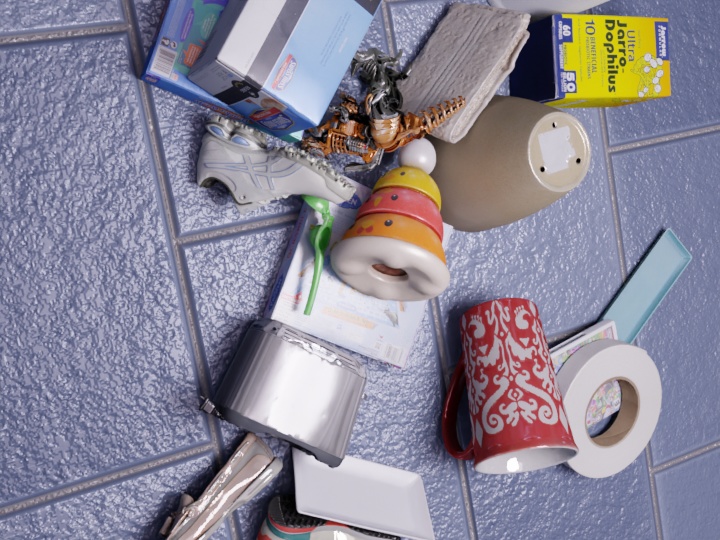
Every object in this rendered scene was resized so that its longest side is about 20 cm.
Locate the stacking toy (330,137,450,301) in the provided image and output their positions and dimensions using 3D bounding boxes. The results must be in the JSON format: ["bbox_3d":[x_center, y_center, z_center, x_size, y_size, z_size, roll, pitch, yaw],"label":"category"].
[{"bbox_3d":[0.050,-0.075,1.029,0.145,0.146,0.202,24,63,-23],"label":"stacking toy"}]

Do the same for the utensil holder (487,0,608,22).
[{"bbox_3d":[0.275,-0.420,1.097,0.168,0.199,0.172,-1,93,-24],"label":"utensil holder"}]

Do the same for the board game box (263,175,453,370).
[{"bbox_3d":[0.000,0.000,1.080,0.198,0.041,0.202,23,83,-23],"label":"board game box"}]

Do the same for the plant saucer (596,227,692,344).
[{"bbox_3d":[0.432,0.031,1.289,0.070,0.019,0.201,45,75,-19],"label":"plant saucer"}]

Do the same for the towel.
[{"bbox_3d":[0.122,-0.257,1.079,0.201,0.132,0.034,-55,138,-11],"label":"towel"}]

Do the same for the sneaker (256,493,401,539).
[{"bbox_3d":[-0.045,0.345,1.075,0.198,0.070,0.094,16,112,-32],"label":"sneaker"}]

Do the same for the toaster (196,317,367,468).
[{"bbox_3d":[-0.087,0.142,1.013,0.199,0.113,0.130,28,78,-21],"label":"toaster"}]

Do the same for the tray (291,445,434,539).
[{"bbox_3d":[0.000,0.288,1.077,0.198,0.108,0.022,20,125,-23],"label":"tray"}]

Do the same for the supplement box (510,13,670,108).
[{"bbox_3d":[0.318,-0.287,1.172,0.198,0.109,0.110,-6,95,-24],"label":"supplement box"}]

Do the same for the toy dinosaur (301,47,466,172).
[{"bbox_3d":[0.025,-0.191,1.036,0.197,0.102,0.138,-3,81,-6],"label":"toy dinosaur"}]

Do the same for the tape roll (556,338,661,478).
[{"bbox_3d":[0.356,0.201,1.229,0.200,0.037,0.206,-7,104,-26],"label":"tape roll"}]

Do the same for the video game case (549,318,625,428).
[{"bbox_3d":[0.302,0.174,1.226,0.198,0.018,0.145,-24,112,-21],"label":"video game case"}]

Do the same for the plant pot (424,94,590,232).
[{"bbox_3d":[0.192,-0.143,1.074,0.185,0.200,0.190,-1,93,-23],"label":"plant pot"}]

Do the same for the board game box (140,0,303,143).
[{"bbox_3d":[-0.141,-0.261,1.002,0.198,0.045,0.154,21,84,-23],"label":"board game box"}]

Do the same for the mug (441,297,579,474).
[{"bbox_3d":[0.176,0.153,1.100,0.175,0.134,0.202,-13,65,14],"label":"mug"}]

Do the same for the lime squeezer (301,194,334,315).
[{"bbox_3d":[-0.065,-0.052,1.008,0.070,0.038,0.202,-17,82,2],"label":"lime squeezer"}]

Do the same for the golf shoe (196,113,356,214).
[{"bbox_3d":[-0.102,-0.104,0.983,0.198,0.078,0.098,24,96,18],"label":"golf shoe"}]

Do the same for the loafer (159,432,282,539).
[{"bbox_3d":[-0.184,0.277,1.006,0.199,0.072,0.063,-39,90,-24],"label":"loafer"}]

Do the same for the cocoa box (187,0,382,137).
[{"bbox_3d":[-0.077,-0.270,0.933,0.130,0.133,0.202,30,80,-24],"label":"cocoa box"}]
